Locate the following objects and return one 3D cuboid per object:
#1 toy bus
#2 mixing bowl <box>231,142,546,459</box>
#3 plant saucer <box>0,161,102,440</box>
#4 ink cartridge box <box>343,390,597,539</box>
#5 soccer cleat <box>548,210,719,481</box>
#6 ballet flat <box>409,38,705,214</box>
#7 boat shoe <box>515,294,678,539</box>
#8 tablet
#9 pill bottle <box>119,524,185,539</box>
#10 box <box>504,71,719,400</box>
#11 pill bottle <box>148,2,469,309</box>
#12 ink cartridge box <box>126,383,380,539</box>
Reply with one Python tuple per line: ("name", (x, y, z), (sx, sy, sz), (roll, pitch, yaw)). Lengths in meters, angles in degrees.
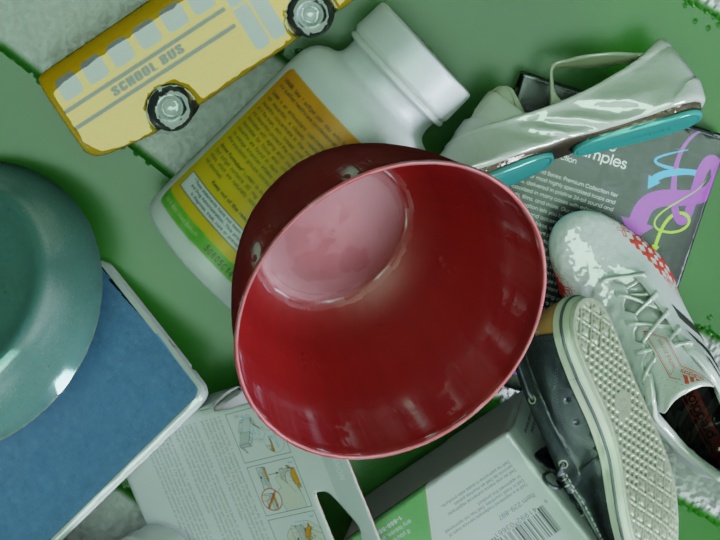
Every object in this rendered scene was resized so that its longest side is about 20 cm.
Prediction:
("toy bus", (-0.101, -0.147, 1.596), (0.199, 0.065, 0.079), (-33, 97, 5))
("mixing bowl", (0.000, 0.000, 1.504), (0.199, 0.108, 0.202), (-12, 124, -19))
("plant saucer", (-0.261, 0.016, 1.578), (0.198, 0.036, 0.202), (-6, 66, 14))
("ink cartridge box", (0.106, 0.203, 1.636), (0.145, 0.088, 0.200), (-36, 97, 19))
("soccer cleat", (0.187, 0.049, 1.592), (0.068, 0.085, 0.201), (-32, 101, 3))
("ballet flat", (0.118, -0.094, 1.583), (0.198, 0.069, 0.070), (-19, 100, -2))
("boat shoe", (0.146, 0.114, 1.566), (0.062, 0.075, 0.201), (-14, 101, 35))
("tablet", (-0.202, 0.103, 1.630), (0.200, 0.014, 0.130), (-44, 64, 6))
("pill bottle", (-0.189, 0.241, 1.582), (0.199, 0.111, 0.112), (-29, 102, -38))
("box", (0.142, -0.015, 1.640), (0.142, 0.036, 0.202), (17, 100, -5))
("pill bottle", (-0.029, -0.070, 1.587), (0.200, 0.111, 0.111), (-44, 98, 6))
("ink cartridge box", (-0.052, 0.172, 1.621), (0.173, 0.044, 0.201), (-16, 101, 32))
